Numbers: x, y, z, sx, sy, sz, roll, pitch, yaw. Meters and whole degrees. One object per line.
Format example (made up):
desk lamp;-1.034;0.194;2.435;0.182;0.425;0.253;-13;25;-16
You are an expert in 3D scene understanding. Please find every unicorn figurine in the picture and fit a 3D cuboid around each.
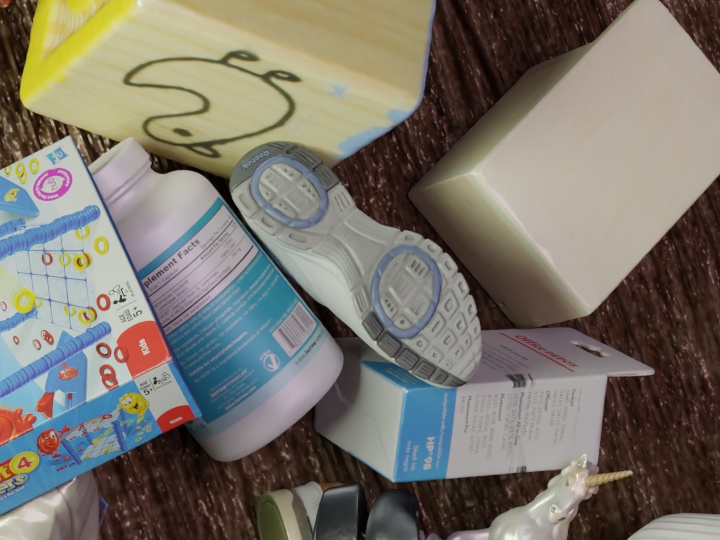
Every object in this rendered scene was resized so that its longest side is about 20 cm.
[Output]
unicorn figurine;0.108;0.200;1.716;0.137;0.200;0.074;-34;56;-16

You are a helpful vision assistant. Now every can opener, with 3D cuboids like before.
can opener;0.015;0.233;1.631;0.063;0.078;0.201;28;56;-62

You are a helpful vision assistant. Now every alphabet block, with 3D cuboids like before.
alphabet block;-0.079;-0.187;1.652;0.199;0.195;0.198;18;64;-24

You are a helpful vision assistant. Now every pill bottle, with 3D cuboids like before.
pill bottle;-0.109;0.015;1.649;0.111;0.111;0.200;-43;101;-28

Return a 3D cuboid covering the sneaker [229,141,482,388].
sneaker;0.000;0.000;1.655;0.074;0.087;0.200;-43;81;-15

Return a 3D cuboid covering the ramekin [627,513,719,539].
ramekin;0.233;0.258;1.756;0.200;0.105;0.202;-16;109;-54

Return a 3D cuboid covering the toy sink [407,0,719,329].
toy sink;0.154;-0.075;1.813;0.130;0.112;0.200;49;67;-12

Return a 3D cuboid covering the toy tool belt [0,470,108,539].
toy tool belt;-0.223;0.125;1.562;0.125;0.200;0.123;-38;141;-12

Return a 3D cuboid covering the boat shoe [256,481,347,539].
boat shoe;-0.007;0.234;1.681;0.068;0.075;0.201;-11;85;-25

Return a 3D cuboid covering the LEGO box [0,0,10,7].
LEGO box;-0.249;-0.280;1.582;0.077;0.200;0.150;14;68;18

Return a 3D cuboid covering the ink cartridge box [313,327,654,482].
ink cartridge box;0.083;0.087;1.730;0.199;0.116;0.067;-2;106;-29

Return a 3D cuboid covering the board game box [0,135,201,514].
board game box;-0.217;0.043;1.506;0.195;0.056;0.200;-27;49;-3
